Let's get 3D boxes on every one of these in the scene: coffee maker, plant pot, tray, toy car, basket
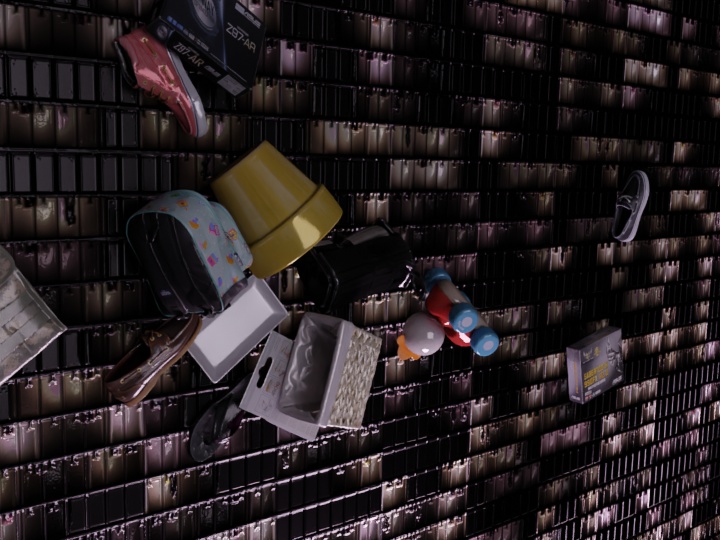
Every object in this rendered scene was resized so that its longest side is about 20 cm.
[{"bbox_3d":[0.000,0.000,1.589,0.198,0.191,0.137,-20,125,-33],"label":"coffee maker"},{"bbox_3d":[-0.164,-0.120,1.449,0.201,0.200,0.190,-44,105,-25],"label":"plant pot"},{"bbox_3d":[-0.235,0.105,1.509,0.200,0.022,0.108,-43,105,-26],"label":"tray"},{"bbox_3d":[0.169,0.135,1.792,0.199,0.185,0.177,-40,125,7],"label":"toy car"},{"bbox_3d":[-0.054,0.196,1.553,0.122,0.135,0.203,20,81,-41],"label":"basket"}]

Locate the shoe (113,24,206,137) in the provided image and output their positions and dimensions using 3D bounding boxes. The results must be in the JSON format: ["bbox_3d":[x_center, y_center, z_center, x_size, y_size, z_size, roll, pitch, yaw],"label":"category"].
[{"bbox_3d":[-0.335,-0.307,1.350,0.090,0.071,0.203,-31,110,-30],"label":"shoe"}]

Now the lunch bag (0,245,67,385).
[{"bbox_3d":[-0.564,0.059,1.187,0.164,0.117,0.201,-44,115,-25],"label":"lunch bag"}]

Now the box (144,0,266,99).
[{"bbox_3d":[-0.257,-0.413,1.372,0.199,0.043,0.162,35,50,-37],"label":"box"}]

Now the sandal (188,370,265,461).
[{"bbox_3d":[-0.248,0.271,1.517,0.201,0.048,0.076,-51,124,-23],"label":"sandal"}]

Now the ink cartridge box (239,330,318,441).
[{"bbox_3d":[-0.142,0.227,1.598,0.199,0.057,0.165,31,74,-32],"label":"ink cartridge box"}]

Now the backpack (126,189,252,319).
[{"bbox_3d":[-0.290,-0.038,1.359,0.154,0.174,0.202,-54,127,-40],"label":"backpack"}]

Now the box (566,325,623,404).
[{"bbox_3d":[0.658,0.261,2.256,0.198,0.048,0.161,-18,108,-36],"label":"box"}]

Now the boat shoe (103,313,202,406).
[{"bbox_3d":[-0.357,0.139,1.394,0.201,0.070,0.071,-52,128,-21],"label":"boat shoe"}]

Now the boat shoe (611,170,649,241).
[{"bbox_3d":[0.746,-0.184,2.253,0.067,0.071,0.203,11,97,-41],"label":"boat shoe"}]
